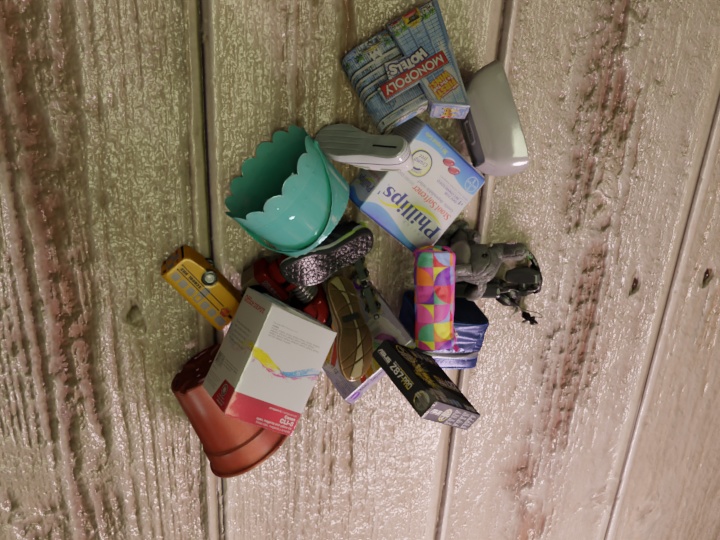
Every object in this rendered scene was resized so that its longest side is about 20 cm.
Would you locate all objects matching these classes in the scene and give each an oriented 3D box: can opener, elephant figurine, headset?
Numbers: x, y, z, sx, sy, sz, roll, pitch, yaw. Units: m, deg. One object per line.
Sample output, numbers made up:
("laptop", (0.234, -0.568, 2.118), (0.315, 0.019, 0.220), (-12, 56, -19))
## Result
("can opener", (0.284, 0.027, 1.440), (0.196, 0.053, 0.068), (-4, 105, 14))
("elephant figurine", (0.221, -0.014, 1.355), (0.139, 0.200, 0.158), (0, 114, -19))
("headset", (0.350, 0.035, 1.511), (0.122, 0.094, 0.202), (-29, 104, 1))

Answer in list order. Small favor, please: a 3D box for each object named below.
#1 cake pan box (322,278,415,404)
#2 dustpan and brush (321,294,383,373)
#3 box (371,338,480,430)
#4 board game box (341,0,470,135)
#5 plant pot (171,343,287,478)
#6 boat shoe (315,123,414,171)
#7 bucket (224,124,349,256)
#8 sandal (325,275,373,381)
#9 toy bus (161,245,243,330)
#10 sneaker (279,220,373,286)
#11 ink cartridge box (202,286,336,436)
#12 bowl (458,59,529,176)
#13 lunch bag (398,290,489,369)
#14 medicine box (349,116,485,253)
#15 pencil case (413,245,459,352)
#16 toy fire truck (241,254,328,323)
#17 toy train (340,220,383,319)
("cake pan box", (-0.010, 0.132, 1.357), (0.183, 0.201, 0.052), (-39, 151, 2))
("dustpan and brush", (-0.006, 0.139, 1.439), (0.138, 0.057, 0.201), (30, 108, -28))
("box", (0.125, 0.216, 1.259), (0.049, 0.162, 0.199), (-46, 144, 11))
("board game box", (0.097, -0.339, 1.188), (0.198, 0.062, 0.202), (-30, 83, -4))
("plant pot", (-0.261, 0.263, 1.331), (0.199, 0.201, 0.197), (-30, 111, -4))
("boat shoe", (0.006, -0.210, 1.217), (0.074, 0.198, 0.067), (-60, 146, -15))
("bucket", (-0.125, -0.134, 1.188), (0.208, 0.208, 0.134), (-47, 124, 6))
("sandal", (-0.029, 0.112, 1.302), (0.079, 0.054, 0.204), (-9, 80, -31))
("toy bus", (-0.284, 0.043, 1.285), (0.078, 0.065, 0.201), (-39, 120, 2))
("sneaker", (-0.067, -0.037, 1.264), (0.197, 0.083, 0.073), (-22, 131, -20))
("ink cartridge box", (-0.162, 0.156, 1.191), (0.143, 0.145, 0.203), (25, 88, -29))
("bowl", (0.233, -0.267, 1.234), (0.073, 0.200, 0.203), (-18, 95, -1))
("lunch bag", (0.174, 0.135, 1.443), (0.196, 0.136, 0.135), (5, 116, -19))
("medicine box", (0.106, -0.163, 1.305), (0.181, 0.103, 0.201), (35, 98, -28))
("pencil case", (0.144, 0.054, 1.284), (0.087, 0.088, 0.204), (-7, 100, -16))
("toy fire truck", (-0.114, 0.017, 1.315), (0.199, 0.129, 0.176), (-36, 120, 11))
("toy train", (0.000, 0.000, 1.327), (0.034, 0.046, 0.204), (-19, 83, 2))
